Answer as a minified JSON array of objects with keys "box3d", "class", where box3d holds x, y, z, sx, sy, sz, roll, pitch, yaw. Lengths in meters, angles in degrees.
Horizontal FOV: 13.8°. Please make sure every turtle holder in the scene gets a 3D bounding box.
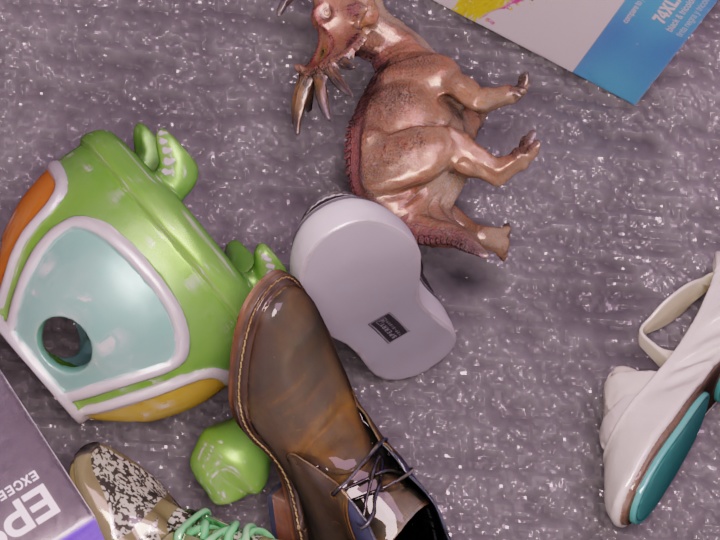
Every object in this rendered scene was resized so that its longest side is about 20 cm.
[{"box3d":[-0.111,0.022,1.553,0.132,0.141,0.186,-41,121,-7],"class":"turtle holder"}]

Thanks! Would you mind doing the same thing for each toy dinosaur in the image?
[{"box3d":[0.020,-0.073,1.634,0.135,0.086,0.201,5,53,-14],"class":"toy dinosaur"}]

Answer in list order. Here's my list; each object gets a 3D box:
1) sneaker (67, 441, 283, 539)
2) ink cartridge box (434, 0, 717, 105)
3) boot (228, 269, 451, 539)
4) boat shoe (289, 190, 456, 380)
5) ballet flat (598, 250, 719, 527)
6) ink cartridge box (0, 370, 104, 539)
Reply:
[{"box3d":[-0.062,0.151,1.514,0.200,0.089,0.077,44,29,0],"class":"sneaker"},{"box3d":[0.118,-0.225,1.706,0.199,0.146,0.147,26,62,-5],"class":"ink cartridge box"},{"box3d":[-0.003,0.087,1.497,0.097,0.201,0.075,24,56,33],"class":"boot"},{"box3d":[0.000,0.000,1.561,0.068,0.200,0.057,-26,65,2],"class":"boat shoe"},{"box3d":[0.174,0.062,1.657,0.069,0.069,0.200,40,58,2],"class":"ballet flat"},{"box3d":[-0.233,0.144,1.459,0.198,0.043,0.200,-33,72,-10],"class":"ink cartridge box"}]
